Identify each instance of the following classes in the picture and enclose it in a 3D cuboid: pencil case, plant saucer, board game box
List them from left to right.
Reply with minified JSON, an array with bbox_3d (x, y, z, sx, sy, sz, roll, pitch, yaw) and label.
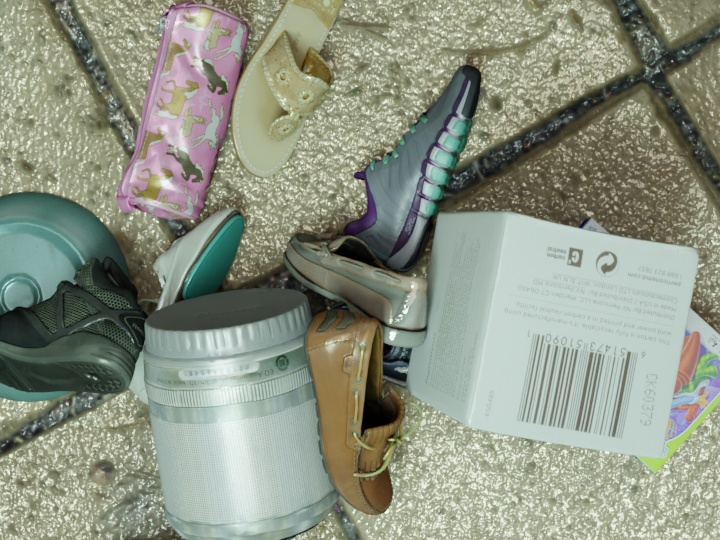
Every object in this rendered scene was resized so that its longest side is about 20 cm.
[{"bbox_3d":[-0.318,0.025,1.196,0.198,0.036,0.202,0,89,2],"label":"plant saucer"},{"bbox_3d":[-0.165,-0.144,1.169,0.086,0.083,0.202,14,91,1],"label":"pencil case"},{"bbox_3d":[0.240,0.069,1.170,0.200,0.045,0.135,42,91,2],"label":"board game box"}]

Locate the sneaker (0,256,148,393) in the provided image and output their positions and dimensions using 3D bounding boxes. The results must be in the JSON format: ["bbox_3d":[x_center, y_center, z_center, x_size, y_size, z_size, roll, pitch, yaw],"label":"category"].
[{"bbox_3d":[-0.274,0.048,1.144,0.198,0.076,0.115,-1,48,27],"label":"sneaker"}]

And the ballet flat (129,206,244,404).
[{"bbox_3d":[-0.175,0.026,1.181,0.069,0.069,0.202,22,91,2],"label":"ballet flat"}]

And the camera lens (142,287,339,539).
[{"bbox_3d":[-0.104,0.130,1.109,0.158,0.160,0.202,-7,102,2],"label":"camera lens"}]

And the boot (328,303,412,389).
[{"bbox_3d":[0.054,0.083,1.153,0.198,0.090,0.073,16,90,2],"label":"boot"}]

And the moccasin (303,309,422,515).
[{"bbox_3d":[0.007,0.123,1.062,0.077,0.074,0.203,3,118,19],"label":"moccasin"}]

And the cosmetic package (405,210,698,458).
[{"bbox_3d":[0.149,0.045,1.035,0.163,0.200,0.167,11,91,-13],"label":"cosmetic package"}]

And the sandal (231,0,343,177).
[{"bbox_3d":[-0.056,-0.188,1.159,0.077,0.069,0.213,20,88,-31],"label":"sandal"}]

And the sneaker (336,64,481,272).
[{"bbox_3d":[0.044,-0.104,1.167,0.087,0.074,0.202,22,91,7],"label":"sneaker"}]

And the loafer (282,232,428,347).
[{"bbox_3d":[0.000,0.000,1.118,0.071,0.200,0.063,2,112,-35],"label":"loafer"}]
